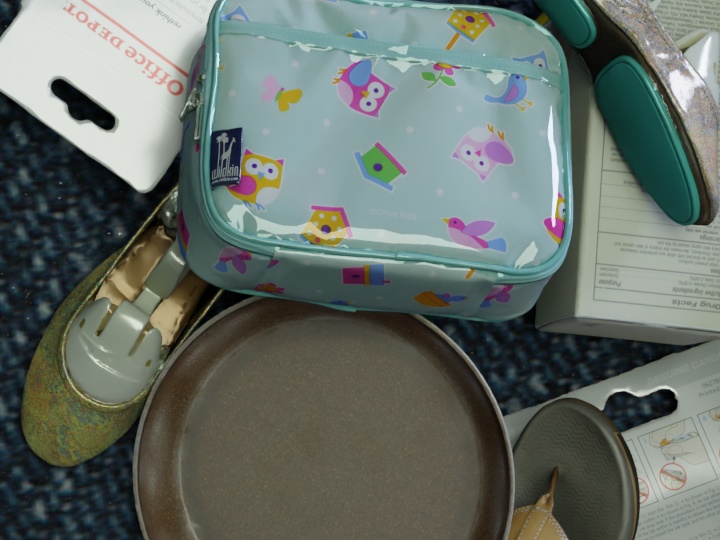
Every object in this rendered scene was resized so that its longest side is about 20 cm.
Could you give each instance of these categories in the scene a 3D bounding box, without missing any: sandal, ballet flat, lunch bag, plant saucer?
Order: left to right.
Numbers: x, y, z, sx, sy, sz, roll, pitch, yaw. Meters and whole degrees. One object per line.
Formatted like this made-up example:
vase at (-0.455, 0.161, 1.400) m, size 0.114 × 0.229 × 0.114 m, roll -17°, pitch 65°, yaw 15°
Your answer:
ballet flat at (-0.108, 0.013, 1.338) m, size 0.071 × 0.071 × 0.200 m, roll 38°, pitch 77°, yaw -5°
plant saucer at (-0.018, 0.106, 1.330) m, size 0.199 × 0.032 × 0.201 m, roll 1°, pitch 97°, yaw 10°
ballet flat at (0.000, 0.000, 1.369) m, size 0.073 × 0.073 × 0.201 m, roll -15°, pitch 92°, yaw -14°
lunch bag at (0.005, -0.064, 1.286) m, size 0.199 × 0.077 × 0.161 m, roll 8°, pitch 68°, yaw -11°
sandal at (0.080, 0.163, 1.339) m, size 0.082 × 0.055 × 0.201 m, roll 30°, pitch 93°, yaw 21°
ballet flat at (0.141, -0.120, 1.305) m, size 0.067 × 0.068 × 0.200 m, roll -33°, pitch 93°, yaw -21°

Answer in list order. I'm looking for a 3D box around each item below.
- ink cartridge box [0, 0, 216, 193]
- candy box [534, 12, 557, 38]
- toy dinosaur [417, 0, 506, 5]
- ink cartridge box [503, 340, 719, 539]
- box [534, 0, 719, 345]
ink cartridge box at (-0.104, -0.143, 1.360) m, size 0.117 × 0.067 × 0.200 m, roll 36°, pitch 76°, yaw -5°
candy box at (0.161, -0.128, 1.437) m, size 0.200 × 0.026 × 0.102 m, roll -42°, pitch 91°, yaw -15°
toy dinosaur at (0.059, -0.170, 1.395) m, size 0.105 × 0.200 × 0.182 m, roll 21°, pitch 118°, yaw 14°
ink cartridge box at (0.170, 0.154, 1.398) m, size 0.160 × 0.050 × 0.201 m, roll -19°, pitch 72°, yaw -14°
box at (0.151, -0.065, 1.373) m, size 0.095 × 0.078 × 0.201 m, roll 7°, pitch 83°, yaw -13°
